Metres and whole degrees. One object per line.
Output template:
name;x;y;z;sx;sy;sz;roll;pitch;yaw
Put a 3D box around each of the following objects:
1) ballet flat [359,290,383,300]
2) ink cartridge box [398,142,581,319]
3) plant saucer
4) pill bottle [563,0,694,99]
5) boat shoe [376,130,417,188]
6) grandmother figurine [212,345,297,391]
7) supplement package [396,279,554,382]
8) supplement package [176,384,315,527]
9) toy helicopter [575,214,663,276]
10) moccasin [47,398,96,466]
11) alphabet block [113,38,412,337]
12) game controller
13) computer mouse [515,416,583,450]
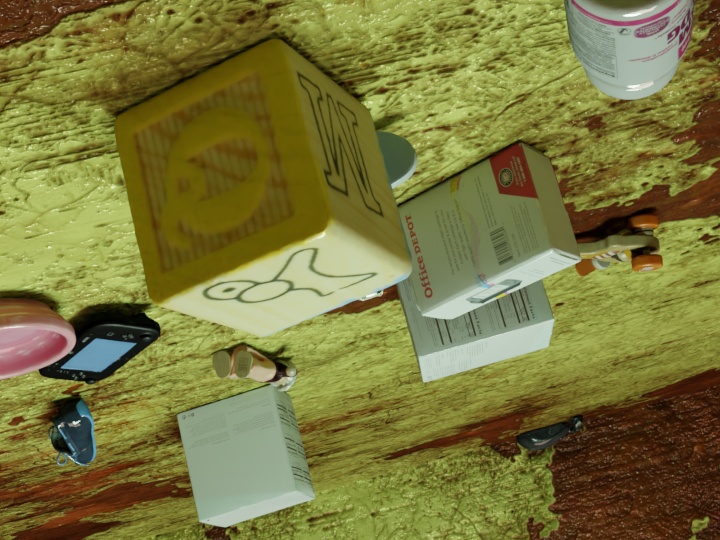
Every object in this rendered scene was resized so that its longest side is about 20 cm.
ballet flat;0.000;0.000;1.636;0.067;0.069;0.200;-16;162;0
ink cartridge box;0.153;-0.045;1.511;0.199;0.149;0.085;-27;158;33
plant saucer;-0.458;0.085;1.530;0.199;0.051;0.201;-14;162;-5
pill bottle;0.239;-0.234;1.087;0.112;0.114;0.200;-18;162;8
boat shoe;-0.024;-0.096;1.350;0.198;0.072;0.091;-14;164;16
grandmother figurine;-0.157;0.162;2.002;0.120;0.061;0.200;7;173;22
supplement package;0.163;0.051;1.787;0.198;0.152;0.152;-16;161;0
supplement package;-0.208;0.342;2.243;0.190;0.202;0.147;-18;162;8
toy helicopter;0.359;-0.031;1.879;0.198;0.080;0.132;-2;169;-8
moccasin;-0.479;0.266;2.010;0.068;0.081;0.201;-24;153;-23
alphabet block;-0.088;-0.068;1.163;0.194;0.198;0.200;-23;160;18
game controller;-0.357;0.108;1.669;0.104;0.042;0.200;0;155;-41
computer mouse;0.542;0.472;3.483;0.198;0.053;0.139;-17;163;2
